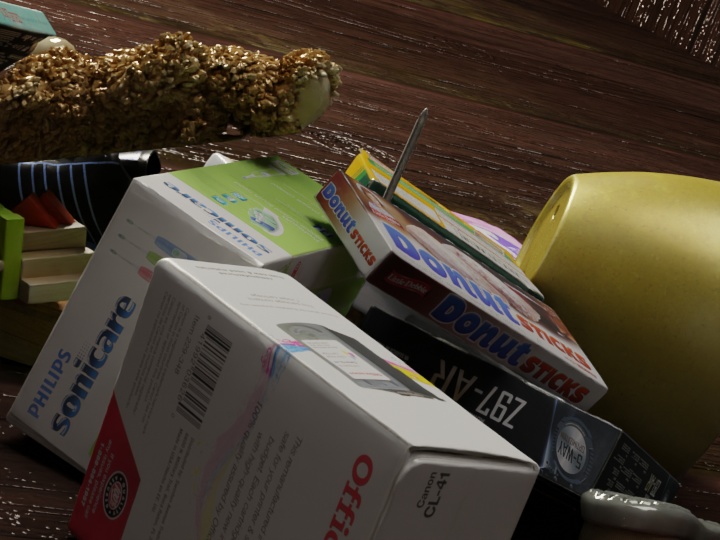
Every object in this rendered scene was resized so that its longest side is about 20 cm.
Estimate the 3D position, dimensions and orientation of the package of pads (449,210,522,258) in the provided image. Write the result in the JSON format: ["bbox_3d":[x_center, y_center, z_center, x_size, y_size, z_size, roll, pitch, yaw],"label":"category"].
[{"bbox_3d":[0.084,0.021,1.929,0.120,0.076,0.200,15,14,-32],"label":"package of pads"}]

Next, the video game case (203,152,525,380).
[{"bbox_3d":[0.009,0.007,1.766,0.182,0.023,0.200,31,5,-38],"label":"video game case"}]

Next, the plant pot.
[{"bbox_3d":[0.172,0.017,1.776,0.142,0.200,0.200,27,12,-6],"label":"plant pot"}]

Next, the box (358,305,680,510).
[{"bbox_3d":[0.089,0.091,1.593,0.160,0.044,0.200,27,-4,19],"label":"box"}]

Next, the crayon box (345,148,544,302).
[{"bbox_3d":[0.040,-0.012,1.724,0.126,0.052,0.200,35,5,-6],"label":"crayon box"}]

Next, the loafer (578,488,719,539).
[{"bbox_3d":[0.161,0.164,1.512,0.075,0.070,0.200,10,-8,29],"label":"loafer"}]

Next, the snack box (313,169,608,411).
[{"bbox_3d":[0.056,0.014,1.504,0.200,0.024,0.072,32,19,-44],"label":"snack box"}]

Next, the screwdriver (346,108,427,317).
[{"bbox_3d":[0.000,0.000,1.614,0.028,0.200,0.029,23,-5,42],"label":"screwdriver"}]

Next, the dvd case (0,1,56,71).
[{"bbox_3d":[-0.271,-0.090,1.556,0.022,0.200,0.146,58,7,1],"label":"dvd case"}]

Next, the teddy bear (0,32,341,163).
[{"bbox_3d":[-0.107,-0.100,1.537,0.200,0.067,0.145,-5,1,14],"label":"teddy bear"}]

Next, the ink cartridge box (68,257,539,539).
[{"bbox_3d":[-0.032,0.101,1.258,0.086,0.148,0.200,8,20,-42],"label":"ink cartridge box"}]

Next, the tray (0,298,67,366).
[{"bbox_3d":[-0.190,0.008,1.632,0.099,0.037,0.200,19,12,-13],"label":"tray"}]

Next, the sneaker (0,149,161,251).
[{"bbox_3d":[-0.170,-0.049,1.642,0.200,0.078,0.070,22,13,2],"label":"sneaker"}]

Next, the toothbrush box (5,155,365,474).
[{"bbox_3d":[-0.080,0.026,1.470,0.086,0.146,0.200,34,15,15],"label":"toothbrush box"}]

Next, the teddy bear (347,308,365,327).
[{"bbox_3d":[-0.064,0.009,1.797,0.145,0.067,0.200,29,5,-13],"label":"teddy bear"}]

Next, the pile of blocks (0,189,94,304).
[{"bbox_3d":[-0.238,-0.023,1.509,0.200,0.062,0.082,3,16,-11],"label":"pile of blocks"}]
